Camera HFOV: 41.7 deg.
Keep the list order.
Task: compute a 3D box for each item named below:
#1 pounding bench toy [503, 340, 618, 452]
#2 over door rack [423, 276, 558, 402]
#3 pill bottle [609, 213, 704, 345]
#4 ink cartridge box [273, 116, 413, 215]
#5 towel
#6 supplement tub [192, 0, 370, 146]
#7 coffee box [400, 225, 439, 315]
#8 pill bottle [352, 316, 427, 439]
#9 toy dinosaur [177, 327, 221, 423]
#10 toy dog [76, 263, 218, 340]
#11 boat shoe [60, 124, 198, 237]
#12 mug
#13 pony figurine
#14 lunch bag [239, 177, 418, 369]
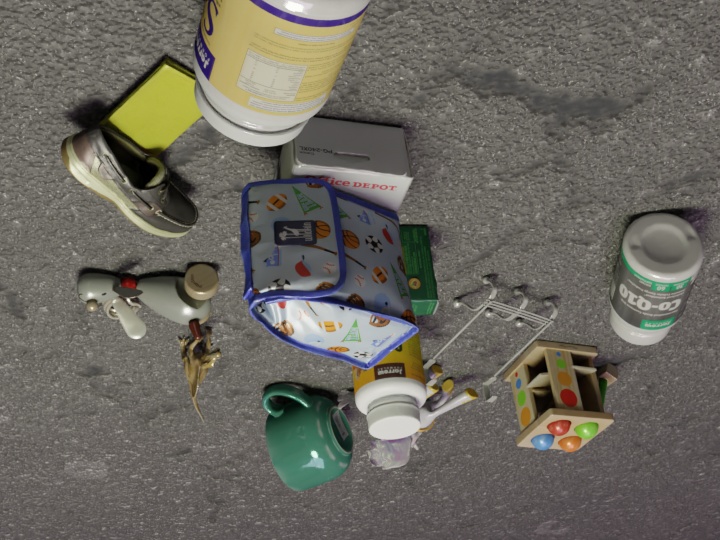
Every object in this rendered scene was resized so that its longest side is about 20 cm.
[{"bbox_3d":[0.374,0.229,1.640,0.197,0.158,0.125,8,144,-20],"label":"pounding bench toy"},{"bbox_3d":[0.198,0.105,1.495,0.146,0.067,0.201,17,119,-31],"label":"over door rack"},{"bbox_3d":[0.424,0.019,1.378,0.111,0.114,0.201,-7,146,1],"label":"pill bottle"},{"bbox_3d":[-0.033,-0.090,1.171,0.143,0.084,0.201,4,144,-15],"label":"ink cartridge box"},{"bbox_3d":[-0.250,-0.167,1.087,0.199,0.018,0.086,-33,143,32],"label":"towel"},{"bbox_3d":[-0.080,-0.231,0.902,0.144,0.147,0.201,7,143,-19],"label":"supplement tub"},{"bbox_3d":[0.000,0.000,1.278,0.197,0.124,0.044,-1,149,-10],"label":"coffee box"},{"bbox_3d":[0.041,0.145,1.423,0.108,0.202,0.110,-5,146,-3],"label":"pill bottle"},{"bbox_3d":[-0.258,0.156,1.479,0.057,0.102,0.201,4,144,-15],"label":"toy dinosaur"},{"bbox_3d":[-0.291,0.054,1.329,0.197,0.097,0.132,-9,146,4],"label":"toy dog"},{"bbox_3d":[-0.254,-0.102,1.104,0.065,0.073,0.200,-22,143,27],"label":"boat shoe"},{"bbox_3d":[-0.088,0.291,1.660,0.113,0.153,0.185,-22,143,18],"label":"mug"},{"bbox_3d":[0.081,0.256,1.661,0.192,0.167,0.200,15,126,-40],"label":"pony figurine"},{"bbox_3d":[-0.044,-0.004,1.067,0.198,0.172,0.124,19,135,-31],"label":"lunch bag"}]
